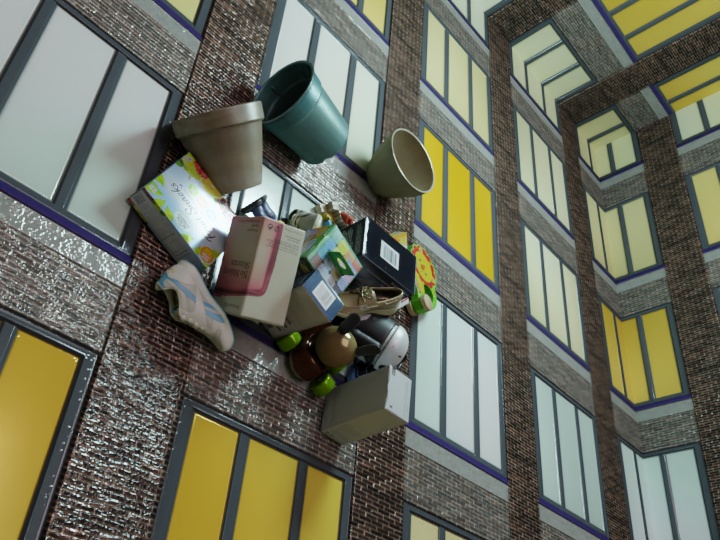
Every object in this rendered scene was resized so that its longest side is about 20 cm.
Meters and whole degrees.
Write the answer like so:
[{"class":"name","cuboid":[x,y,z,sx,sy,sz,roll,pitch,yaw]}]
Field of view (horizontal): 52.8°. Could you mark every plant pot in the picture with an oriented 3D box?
[{"class":"plant pot","cuboid":[-0.291,-0.259,1.570,0.200,0.199,0.175,-32,113,-55]},{"class":"plant pot","cuboid":[-0.142,-0.384,1.829,0.196,0.199,0.202,45,39,-40]}]

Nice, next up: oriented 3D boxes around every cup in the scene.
[{"class":"cup","cuboid":[0.101,-0.292,2.119,0.200,0.143,0.202,29,50,-40]}]

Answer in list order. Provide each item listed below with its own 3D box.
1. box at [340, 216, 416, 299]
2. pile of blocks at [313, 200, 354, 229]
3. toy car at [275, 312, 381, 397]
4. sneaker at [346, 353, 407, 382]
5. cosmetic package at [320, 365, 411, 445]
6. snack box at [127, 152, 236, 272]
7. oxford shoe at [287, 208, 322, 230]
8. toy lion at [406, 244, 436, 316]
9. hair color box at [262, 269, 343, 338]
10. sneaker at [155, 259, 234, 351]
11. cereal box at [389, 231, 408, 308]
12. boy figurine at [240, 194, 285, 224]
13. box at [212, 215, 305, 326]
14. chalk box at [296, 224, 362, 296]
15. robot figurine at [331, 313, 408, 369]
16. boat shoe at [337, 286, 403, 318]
[{"class":"box","cuboid":[0.000,0.000,1.765,0.200,0.197,0.124,36,45,-35]},{"class":"pile of blocks","cuboid":[-0.037,-0.105,1.897,0.200,0.062,0.083,43,41,-28]},{"class":"toy car","cuboid":[-0.054,0.159,1.599,0.165,0.199,0.158,54,37,-16]},{"class":"sneaker","cuboid":[0.043,0.239,1.787,0.200,0.078,0.071,-28,93,-56]},{"class":"cosmetic package","cuboid":[0.012,0.299,1.604,0.081,0.199,0.114,40,43,-31]},{"class":"snack box","cuboid":[-0.350,-0.114,1.484,0.201,0.067,0.169,54,36,-15]},{"class":"oxford shoe","cuboid":[-0.134,-0.108,1.700,0.057,0.200,0.076,26,92,-18]},{"class":"toy lion","cuboid":[0.174,0.022,2.111,0.191,0.068,0.202,-8,77,-62]},{"class":"hair color box","cuboid":[-0.139,0.073,1.533,0.100,0.199,0.061,54,47,-16]},{"class":"sneaker","cuboid":[-0.321,0.082,1.415,0.081,0.076,0.201,-41,108,-32]},{"class":"cereal box","cuboid":[0.081,0.007,1.932,0.144,0.039,0.202,-23,112,-57]},{"class":"boy figurine","cuboid":[-0.191,-0.077,1.676,0.201,0.064,0.124,59,20,-15]},{"class":"box","cuboid":[-0.209,-0.001,1.467,0.108,0.127,0.202,19,81,-40]},{"class":"chalk box","cuboid":[-0.090,-0.012,1.565,0.124,0.199,0.125,-50,120,-38]},{"class":"robot figurine","cuboid":[0.018,0.154,1.729,0.199,0.125,0.150,33,45,6]},{"class":"boat shoe","cuboid":[0.009,0.064,1.667,0.199,0.065,0.072,2,42,-31]}]
